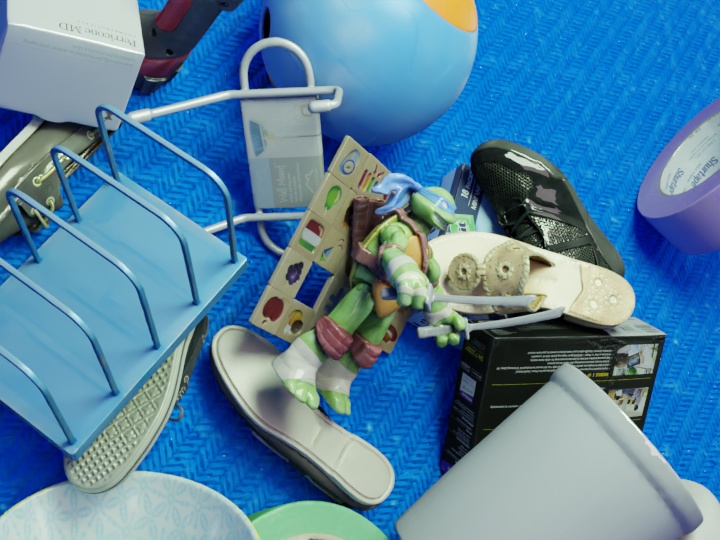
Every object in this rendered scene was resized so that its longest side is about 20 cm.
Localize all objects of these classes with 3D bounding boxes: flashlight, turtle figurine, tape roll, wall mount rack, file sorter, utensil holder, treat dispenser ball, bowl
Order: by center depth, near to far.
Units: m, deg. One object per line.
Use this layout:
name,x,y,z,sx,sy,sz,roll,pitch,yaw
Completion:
bowl,-0.167,0.244,0.737,0.199,0.200,0.109,-15,124,-34
file sorter,-0.200,0.001,0.763,0.138,0.123,0.200,32,64,16
turtle figurine,0.040,0.045,0.837,0.200,0.144,0.194,41,99,-5
tape roll,-0.045,0.289,0.844,0.199,0.048,0.203,10,69,-28
flashlight,-0.151,-0.217,0.866,0.067,0.200,0.069,-2,73,-30
utensil holder,0.152,0.207,0.876,0.200,0.170,0.170,-41,97,-2
wall mount rack,-0.096,-0.087,0.891,0.172,0.075,0.202,-2,115,6
treat dispenser ball,0.007,-0.215,0.960,0.199,0.201,0.203,11,68,-27
tape roll,0.401,-0.114,1.161,0.066,0.200,0.201,40,57,-13

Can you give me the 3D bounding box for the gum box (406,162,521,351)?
gum box,0.153,0.015,1.061,0.199,0.044,0.171,29,61,-21

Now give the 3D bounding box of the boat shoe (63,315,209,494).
boat shoe,-0.167,0.087,0.823,0.074,0.063,0.201,9,54,13

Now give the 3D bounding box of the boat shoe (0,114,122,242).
boat shoe,-0.257,-0.070,0.828,0.060,0.072,0.203,33,55,-11

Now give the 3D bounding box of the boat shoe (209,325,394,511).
boat shoe,-0.059,0.132,0.894,0.200,0.057,0.067,44,54,-4

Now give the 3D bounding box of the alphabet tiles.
alphabet tiles,0.000,0.000,0.912,0.200,0.008,0.168,34,81,-54

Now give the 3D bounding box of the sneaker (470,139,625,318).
sneaker,0.167,-0.030,1.012,0.200,0.076,0.114,51,49,-13

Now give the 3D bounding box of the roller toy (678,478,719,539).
roller toy,0.275,0.293,0.949,0.140,0.199,0.182,51,42,-6

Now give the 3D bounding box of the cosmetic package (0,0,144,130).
cosmetic package,-0.241,-0.216,0.844,0.107,0.085,0.201,7,46,-29

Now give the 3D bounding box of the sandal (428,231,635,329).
sandal,0.148,0.003,0.931,0.209,0.070,0.078,11,75,-5

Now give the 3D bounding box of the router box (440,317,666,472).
router box,0.181,0.121,0.986,0.198,0.051,0.151,1,107,-27
